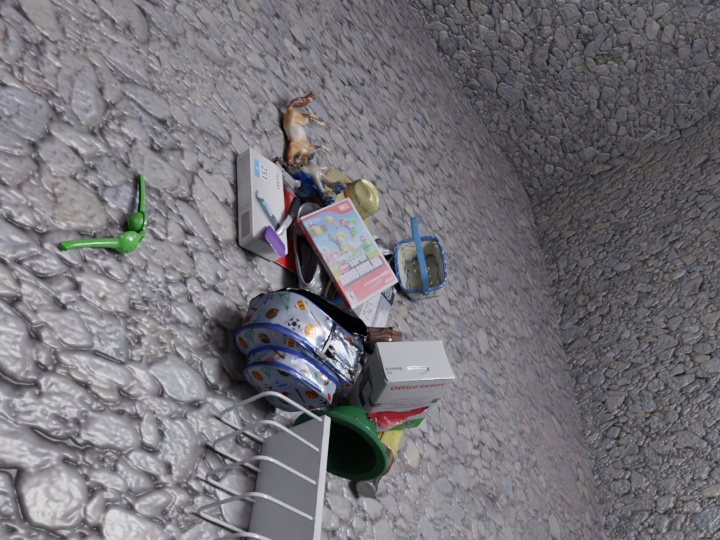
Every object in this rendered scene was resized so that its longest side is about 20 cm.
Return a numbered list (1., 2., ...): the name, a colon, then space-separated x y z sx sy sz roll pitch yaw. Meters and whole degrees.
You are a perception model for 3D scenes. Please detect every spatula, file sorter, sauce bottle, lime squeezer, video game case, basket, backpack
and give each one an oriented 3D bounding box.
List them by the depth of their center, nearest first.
1. file sorter: -0.137 0.290 0.803 0.124 0.137 0.204 41 37 -34
2. lime squeezer: -0.336 -0.065 0.828 0.069 0.038 0.202 27 38 -6
3. backpack: -0.111 0.127 0.939 0.191 0.198 0.156 48 42 -21
4. spatula: -0.141 -0.090 1.106 0.057 0.020 0.202 54 28 -23
5. sauce bottle: 0.039 0.357 1.148 0.066 0.064 0.200 59 30 -13
6. video game case: -0.023 -0.036 1.156 0.142 0.017 0.203 -27 84 -41
7. basket: 0.159 -0.016 1.540 0.202 0.135 0.180 80 3 -59

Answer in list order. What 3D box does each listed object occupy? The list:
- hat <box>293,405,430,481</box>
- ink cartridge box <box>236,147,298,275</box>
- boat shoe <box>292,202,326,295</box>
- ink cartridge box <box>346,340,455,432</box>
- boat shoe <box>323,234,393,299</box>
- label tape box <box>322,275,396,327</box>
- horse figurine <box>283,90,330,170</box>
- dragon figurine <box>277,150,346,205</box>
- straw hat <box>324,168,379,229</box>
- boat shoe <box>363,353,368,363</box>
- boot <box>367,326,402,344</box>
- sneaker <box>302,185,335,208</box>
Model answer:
1. hat: -0.004 0.246 1.021 0.203 0.162 0.178 61 34 -28
2. ink cartridge box: -0.167 -0.113 1.148 0.175 0.044 0.205 30 45 -49
3. boat shoe: -0.099 -0.049 1.156 0.065 0.072 0.207 79 10 -66
4. ink cartridge box: 0.072 0.222 1.105 0.142 0.202 0.086 0 50 -22
5. boat shoe: 0.000 0.000 1.198 0.062 0.074 0.200 34 49 14
6. label tape box: -0.011 0.045 1.264 0.201 0.062 0.147 49 43 -33
7. horse figurine: -0.132 -0.314 1.343 0.130 0.049 0.206 -1 78 -43
8. dragon figurine: -0.113 -0.190 1.211 0.059 0.197 0.101 -44 125 -27
9. straw hat: 0.001 -0.178 1.456 0.200 0.084 0.205 41 38 -41
10. boat shoe: 0.070 0.221 1.318 0.199 0.069 0.057 38 3 -33
11. boot: -0.029 0.127 1.150 0.187 0.194 0.066 126 -28 -73
12. sneaker: -0.084 -0.102 1.247 0.087 0.075 0.200 -34 69 -22
